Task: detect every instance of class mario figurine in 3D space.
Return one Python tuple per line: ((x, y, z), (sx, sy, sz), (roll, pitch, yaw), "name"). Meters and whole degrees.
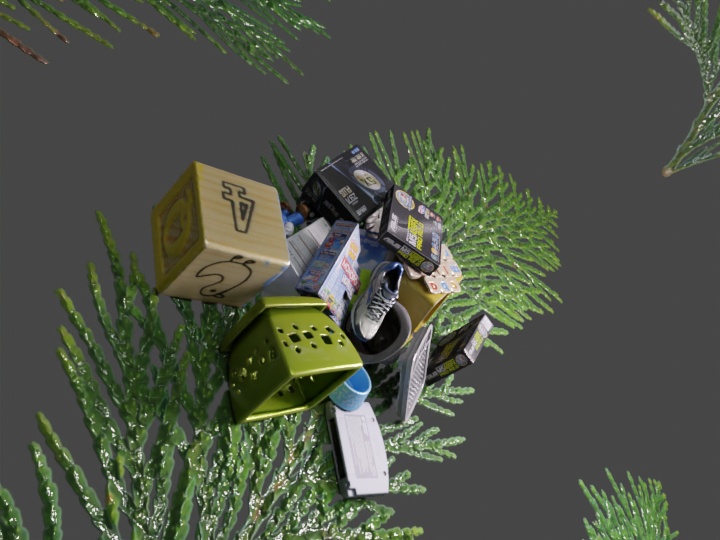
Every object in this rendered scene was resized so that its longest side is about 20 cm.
((-0.199, -0.117, 1.477), (0.107, 0.123, 0.200), (54, 35, -8), "mario figurine")

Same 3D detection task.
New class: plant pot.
((-0.146, 0.162, 1.254), (0.198, 0.199, 0.184), (3, 53, -47), "plant pot")
((0.113, 0.057, 1.648), (0.176, 0.201, 0.199), (42, 34, 10), "plant pot")

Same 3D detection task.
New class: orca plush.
((-0.088, -0.175, 1.691), (0.198, 0.071, 0.107), (-2, 63, -50), "orca plush")

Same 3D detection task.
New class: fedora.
((0.040, 0.156, 1.515), (0.200, 0.176, 0.091), (44, -12, 42), "fedora")

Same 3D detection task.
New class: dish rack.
((0.123, 0.241, 1.534), (0.043, 0.203, 0.172), (13, 32, 17), "dish rack")

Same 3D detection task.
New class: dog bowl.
((-0.051, 0.210, 1.411), (0.201, 0.050, 0.111), (53, 29, 15), "dog bowl")

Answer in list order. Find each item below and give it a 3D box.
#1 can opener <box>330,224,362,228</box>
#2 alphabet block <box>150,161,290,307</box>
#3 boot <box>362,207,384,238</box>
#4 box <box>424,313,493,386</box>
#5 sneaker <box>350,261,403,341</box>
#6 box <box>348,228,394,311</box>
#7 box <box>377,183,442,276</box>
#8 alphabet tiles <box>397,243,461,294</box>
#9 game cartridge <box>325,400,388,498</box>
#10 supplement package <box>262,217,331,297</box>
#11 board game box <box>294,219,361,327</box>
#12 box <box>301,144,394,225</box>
((-0.044, -0.102, 1.687), (0.054, 0.067, 0.199), (55, 36, 0), "can opener")
((-0.282, -0.065, 1.278), (0.198, 0.195, 0.199), (13, 50, -42), "alphabet block")
((0.015, -0.105, 1.722), (0.199, 0.067, 0.133), (-18, 101, -61), "boot")
((0.256, 0.209, 1.704), (0.045, 0.159, 0.200), (52, 36, -4), "box")
((0.041, 0.062, 1.445), (0.076, 0.085, 0.203), (29, 68, -20), "sneaker")
((0.000, 0.000, 1.551), (0.202, 0.120, 0.048), (-65, 151, -23), "box")
((0.124, -0.101, 1.557), (0.159, 0.044, 0.202), (34, 37, -17), "box")
((0.168, -0.024, 1.587), (0.198, 0.015, 0.198), (0, 54, -45), "alphabet tiles")
((-0.004, 0.381, 1.373), (0.132, 0.041, 0.203), (19, 48, -45), "game cartridge")
((-0.137, -0.018, 1.469), (0.118, 0.116, 0.200), (54, 36, -2), "supplement package")
((-0.047, 0.004, 1.412), (0.203, 0.061, 0.201), (-68, 153, -22), "board game box")
((-0.026, -0.207, 1.644), (0.164, 0.086, 0.200), (49, 46, 2), "box")
